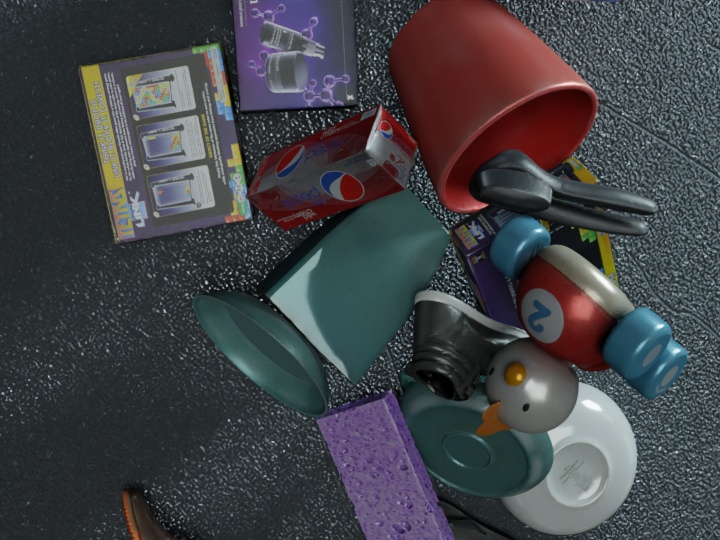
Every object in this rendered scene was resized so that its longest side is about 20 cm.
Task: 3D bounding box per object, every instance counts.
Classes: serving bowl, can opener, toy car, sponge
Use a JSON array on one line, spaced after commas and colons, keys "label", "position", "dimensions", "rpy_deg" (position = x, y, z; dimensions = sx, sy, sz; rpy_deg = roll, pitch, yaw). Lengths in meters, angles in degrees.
[{"label": "serving bowl", "position": [0.266, 0.249, 1.054], "dimensions": [0.195, 0.066, 0.205], "rpy_deg": [-1, 99, -6]}, {"label": "can opener", "position": [0.204, -0.069, 0.841], "dimensions": [0.196, 0.080, 0.064], "rpy_deg": [13, 139, -10]}, {"label": "toy car", "position": [0.179, 0.090, 0.813], "dimensions": [0.201, 0.176, 0.184], "rpy_deg": [-51, 55, 5]}, {"label": "sponge", "position": [0.029, 0.256, 1.013], "dimensions": [0.110, 0.030, 0.203], "rpy_deg": [-21, 94, 33]}]

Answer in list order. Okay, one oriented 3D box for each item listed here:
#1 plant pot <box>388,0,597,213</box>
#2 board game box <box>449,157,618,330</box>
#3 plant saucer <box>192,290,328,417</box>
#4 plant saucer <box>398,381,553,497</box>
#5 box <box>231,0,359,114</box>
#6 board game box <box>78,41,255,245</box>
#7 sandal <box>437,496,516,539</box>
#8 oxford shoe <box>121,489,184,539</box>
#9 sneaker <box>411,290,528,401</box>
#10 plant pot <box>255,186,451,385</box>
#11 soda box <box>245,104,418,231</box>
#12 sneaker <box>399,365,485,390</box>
[{"label": "plant pot", "position": [0.129, -0.192, 0.902], "dimensions": [0.198, 0.201, 0.179], "rpy_deg": [-30, 66, -1]}, {"label": "board game box", "position": [0.208, -0.006, 0.960], "dimensions": [0.163, 0.057, 0.201], "rpy_deg": [-31, 133, -2]}, {"label": "plant saucer", "position": [-0.106, 0.087, 0.943], "dimensions": [0.200, 0.199, 0.036], "rpy_deg": [45, 65, -9]}, {"label": "plant saucer", "position": [0.131, 0.209, 0.990], "dimensions": [0.196, 0.028, 0.203], "rpy_deg": [15, 134, 16]}, {"label": "box", "position": [-0.076, -0.285, 0.938], "dimensions": [0.138, 0.079, 0.205], "rpy_deg": [-5, 99, -8]}, {"label": "board game box", "position": [-0.219, -0.145, 0.954], "dimensions": [0.162, 0.057, 0.204], "rpy_deg": [-10, 99, -2]}, {"label": "sandal", "position": [0.125, 0.346, 1.065], "dimensions": [0.197, 0.043, 0.077], "rpy_deg": [20, 97, -8]}, {"label": "oxford shoe", "position": [-0.232, 0.353, 1.019], "dimensions": [0.072, 0.071, 0.203], "rpy_deg": [-27, 87, -20]}, {"label": "sneaker", "position": [0.133, 0.106, 0.908], "dimensions": [0.197, 0.070, 0.101], "rpy_deg": [25, 68, -22]}, {"label": "plant pot", "position": [0.000, 0.000, 0.957], "dimensions": [0.141, 0.141, 0.200], "rpy_deg": [44, 84, -10]}, {"label": "soda box", "position": [-0.034, -0.107, 0.904], "dimensions": [0.070, 0.198, 0.064], "rpy_deg": [39, 55, -33]}, {"label": "sneaker", "position": [0.147, 0.152, 1.025], "dimensions": [0.197, 0.078, 0.092], "rpy_deg": [21, 65, 9]}]
